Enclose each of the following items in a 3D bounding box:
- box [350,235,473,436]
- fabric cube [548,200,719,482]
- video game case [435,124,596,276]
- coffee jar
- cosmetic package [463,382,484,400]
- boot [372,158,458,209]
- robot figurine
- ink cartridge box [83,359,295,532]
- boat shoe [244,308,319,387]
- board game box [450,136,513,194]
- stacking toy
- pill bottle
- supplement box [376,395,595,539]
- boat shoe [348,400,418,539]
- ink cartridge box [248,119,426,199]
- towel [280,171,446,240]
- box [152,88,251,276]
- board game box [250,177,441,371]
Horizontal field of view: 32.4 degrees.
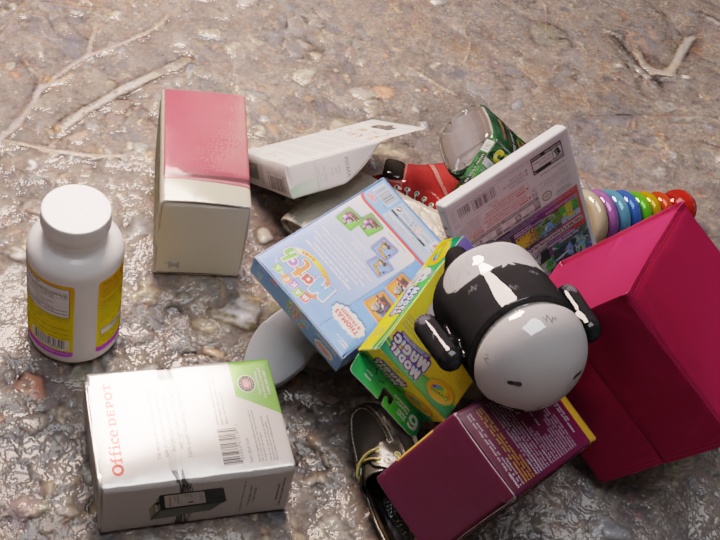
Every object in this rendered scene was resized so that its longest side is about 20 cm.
[{"bbox_3d":[0.083,0.072,1.344,0.117,0.048,0.200,47,64,-18],"label":"box"},{"bbox_3d":[0.315,0.081,1.383,0.200,0.200,0.196,52,46,-8],"label":"fabric cube"},{"bbox_3d":[0.196,-0.054,1.523,0.200,0.183,0.023,-33,32,-21],"label":"video game case"},{"bbox_3d":[0.195,-0.121,1.604,0.200,0.085,0.105,35,28,-37],"label":"coffee jar"},{"bbox_3d":[0.114,0.084,1.441,0.199,0.073,0.104,19,55,-10],"label":"cosmetic package"},{"bbox_3d":[0.082,-0.073,1.606,0.143,0.073,0.201,5,40,-9],"label":"boot"},{"bbox_3d":[0.147,0.053,1.247,0.150,0.125,0.200,-41,39,8],"label":"robot figurine"},{"bbox_3d":[-0.183,0.180,1.297,0.199,0.084,0.146,-4,49,-18],"label":"ink cartridge box"},{"bbox_3d":[-0.062,0.059,1.448,0.074,0.086,0.203,29,78,15],"label":"boat shoe"},{"bbox_3d":[0.195,-0.069,1.543,0.105,0.200,0.023,-55,37,-3],"label":"board game box"},{"bbox_3d":[0.373,-0.079,1.682,0.199,0.086,0.086,-10,51,-28],"label":"stacking toy"},{"bbox_3d":[-0.310,0.003,1.346,0.104,0.201,0.105,7,47,-8],"label":"pill bottle"},{"bbox_3d":[0.133,0.195,1.281,0.103,0.131,0.200,54,33,12],"label":"supplement box"},{"bbox_3d":[0.031,0.221,1.314,0.060,0.072,0.202,14,39,-46],"label":"boat shoe"},{"bbox_3d":[-0.034,-0.147,1.595,0.199,0.050,0.161,-15,17,-23],"label":"ink cartridge box"},{"bbox_3d":[0.017,-0.052,1.532,0.199,0.035,0.132,30,53,24],"label":"towel"},{"bbox_3d":[-0.197,-0.109,1.525,0.108,0.128,0.201,3,49,-12],"label":"box"},{"bbox_3d":[0.000,0.000,1.386,0.200,0.037,0.151,-33,73,-32],"label":"board game box"}]
